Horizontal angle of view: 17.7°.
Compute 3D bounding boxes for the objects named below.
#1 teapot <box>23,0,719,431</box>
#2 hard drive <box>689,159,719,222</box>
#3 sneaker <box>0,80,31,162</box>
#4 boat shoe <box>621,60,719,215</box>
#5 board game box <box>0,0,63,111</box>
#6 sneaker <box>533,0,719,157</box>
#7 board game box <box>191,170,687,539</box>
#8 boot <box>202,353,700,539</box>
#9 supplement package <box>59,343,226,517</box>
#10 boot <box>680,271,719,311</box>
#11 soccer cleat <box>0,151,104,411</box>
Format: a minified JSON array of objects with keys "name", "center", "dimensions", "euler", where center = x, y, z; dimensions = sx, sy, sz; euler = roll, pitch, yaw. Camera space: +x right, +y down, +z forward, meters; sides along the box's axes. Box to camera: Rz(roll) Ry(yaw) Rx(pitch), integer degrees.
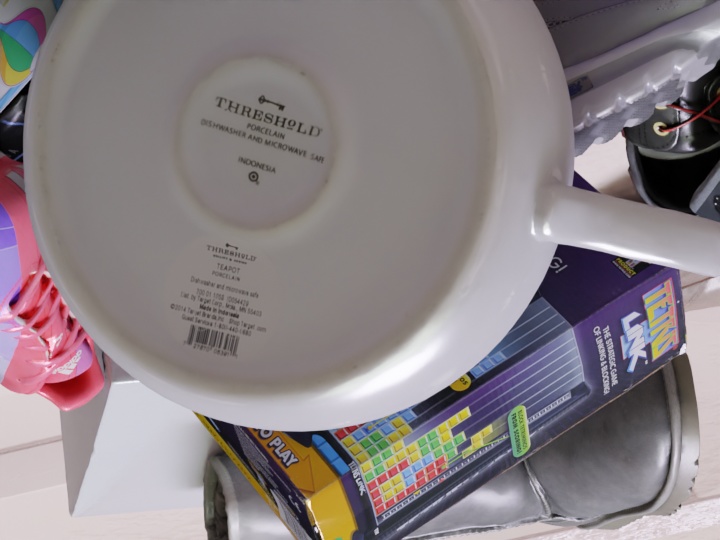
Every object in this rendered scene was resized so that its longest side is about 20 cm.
[{"name":"teapot","center":[-0.006,-0.038,0.793],"dimensions":[0.197,0.201,0.146],"euler":[-33,168,16]},{"name":"hard drive","center":[0.219,-0.100,0.958],"dimensions":[0.139,0.033,0.200],"euler":[-42,171,-24]},{"name":"sneaker","center":[-0.119,-0.070,0.947],"dimensions":[0.199,0.071,0.078],"euler":[-3,165,-11]},{"name":"boat shoe","center":[0.151,-0.085,1.035],"dimensions":[0.073,0.063,0.202],"euler":[-8,158,4]},{"name":"board game box","center":[-0.179,-0.063,0.746],"dimensions":[0.034,0.200,0.135],"euler":[22,148,26]},{"name":"sneaker","center":[0.138,-0.125,0.908],"dimensions":[0.199,0.082,0.075],"euler":[-29,171,-5]},{"name":"board game box","center":[0.000,0.000,0.889],"dimensions":[0.165,0.200,0.057],"euler":[-33,139,-14]},{"name":"boot","center":[0.036,0.087,1.025],"dimensions":[0.199,0.073,0.182],"euler":[2,155,-12]},{"name":"supplement package","center":[-0.036,0.012,1.081],"dimensions":[0.199,0.148,0.191],"euler":[-3,157,-14]},{"name":"boot","center":[0.204,-0.009,1.256],"dimensions":[0.199,0.071,0.146],"euler":[2,163,-25]},{"name":"soccer cleat","center":[-0.130,0.009,0.873],"dimensions":[0.067,0.077,0.200],"euler":[-40,175,-9]}]
